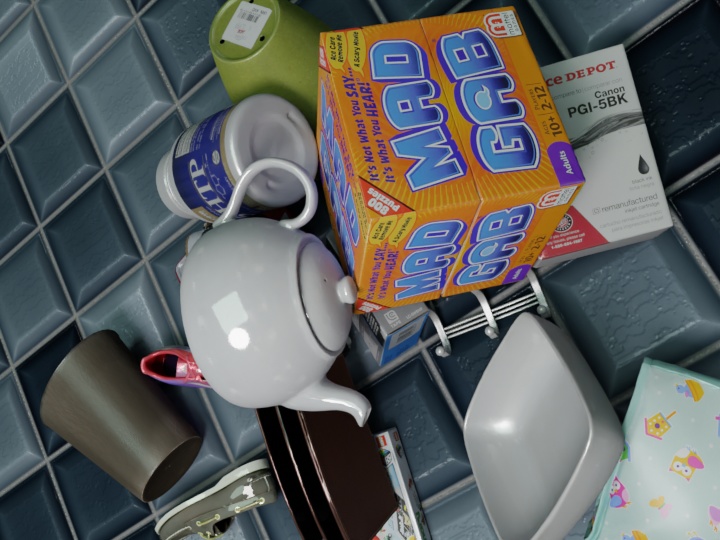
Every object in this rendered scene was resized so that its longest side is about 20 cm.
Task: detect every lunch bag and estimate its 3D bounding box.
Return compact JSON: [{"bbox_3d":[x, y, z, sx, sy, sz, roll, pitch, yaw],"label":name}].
[{"bbox_3d":[0.336,0.203,0.728,0.168,0.121,0.204,19,101,25],"label":"lunch bag"}]

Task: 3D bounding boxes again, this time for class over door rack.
[{"bbox_3d":[0.123,-0.016,0.864,0.145,0.066,0.204,-23,79,21],"label":"over door rack"}]

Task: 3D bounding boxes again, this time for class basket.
[{"bbox_3d":[-0.333,0.216,1.029,0.199,0.135,0.183,36,115,17],"label":"basket"}]

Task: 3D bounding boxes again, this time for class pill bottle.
[{"bbox_3d":[-0.151,-0.119,0.835,0.198,0.118,0.123,-9,84,48],"label":"pill bottle"}]

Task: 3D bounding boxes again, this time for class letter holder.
[{"bbox_3d":[-0.054,0.219,0.838,0.099,0.142,0.204,-21,88,22],"label":"letter holder"}]

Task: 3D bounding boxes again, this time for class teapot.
[{"bbox_3d":[-0.073,0.029,0.712,0.143,0.201,0.200,-16,46,19],"label":"teapot"}]

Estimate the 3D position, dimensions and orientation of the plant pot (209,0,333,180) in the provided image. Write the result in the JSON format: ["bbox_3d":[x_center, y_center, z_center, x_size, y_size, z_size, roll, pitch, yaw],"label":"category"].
[{"bbox_3d":[-0.091,-0.238,0.875,0.183,0.200,0.191,-8,69,22],"label":"plant pot"}]

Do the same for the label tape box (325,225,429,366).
[{"bbox_3d":[0.000,0.000,0.871,0.062,0.145,0.202,-28,73,-12],"label":"label tape box"}]

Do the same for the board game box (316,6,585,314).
[{"bbox_3d":[0.071,-0.104,0.729,0.195,0.201,0.204,-10,66,-9],"label":"board game box"}]

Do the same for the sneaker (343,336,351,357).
[{"bbox_3d":[-0.066,0.046,0.893,0.074,0.202,0.081,-32,56,-19],"label":"sneaker"}]

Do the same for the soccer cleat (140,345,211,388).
[{"bbox_3d":[-0.212,0.136,1.006,0.196,0.073,0.070,0,88,25],"label":"soccer cleat"}]

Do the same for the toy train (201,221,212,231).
[{"bbox_3d":[-0.188,-0.098,0.975,0.046,0.034,0.203,-35,38,34],"label":"toy train"}]

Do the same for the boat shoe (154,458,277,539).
[{"bbox_3d":[-0.198,0.331,0.992,0.200,0.072,0.061,-35,70,15],"label":"boat shoe"}]

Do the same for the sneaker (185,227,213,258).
[{"bbox_3d":[-0.130,0.041,0.850,0.106,0.070,0.204,-15,92,17],"label":"sneaker"}]

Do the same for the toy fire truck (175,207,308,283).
[{"bbox_3d":[-0.162,-0.015,0.979,0.200,0.111,0.169,-46,55,15],"label":"toy fire truck"}]

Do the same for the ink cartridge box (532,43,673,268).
[{"bbox_3d":[0.235,-0.121,0.791,0.144,0.083,0.205,-14,82,8],"label":"ink cartridge box"}]

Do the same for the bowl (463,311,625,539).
[{"bbox_3d":[0.194,0.174,0.764,0.201,0.073,0.203,-106,33,-54],"label":"bowl"}]

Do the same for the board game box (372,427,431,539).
[{"bbox_3d":[0.018,0.316,0.914,0.124,0.034,0.204,-23,79,22],"label":"board game box"}]
